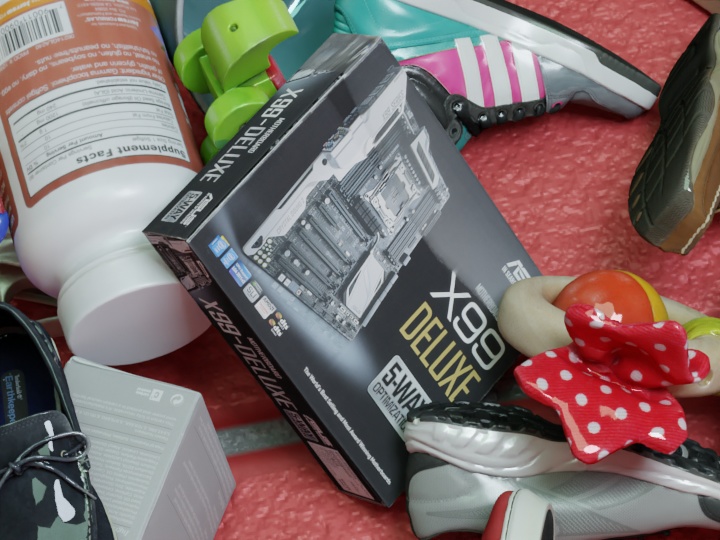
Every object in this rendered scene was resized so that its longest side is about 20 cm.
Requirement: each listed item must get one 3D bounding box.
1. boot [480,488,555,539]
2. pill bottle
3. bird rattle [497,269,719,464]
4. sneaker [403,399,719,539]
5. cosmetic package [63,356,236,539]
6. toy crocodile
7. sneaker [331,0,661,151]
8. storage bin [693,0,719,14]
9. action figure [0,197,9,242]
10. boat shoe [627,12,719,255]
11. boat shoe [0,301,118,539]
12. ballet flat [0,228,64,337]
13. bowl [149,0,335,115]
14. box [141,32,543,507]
[{"bbox_3d":[0.013,0.194,1.391,0.144,0.072,0.201,14,77,19],"label":"boot"},{"bbox_3d":[-0.143,-0.055,1.498,0.112,0.112,0.201,-17,64,-3],"label":"pill bottle"},{"bbox_3d":[0.142,0.045,1.438,0.200,0.113,0.163,-11,24,-39],"label":"bird rattle"},{"bbox_3d":[0.119,0.120,1.449,0.199,0.074,0.080,8,98,2],"label":"sneaker"},{"bbox_3d":[-0.142,0.161,1.428,0.090,0.107,0.200,15,59,18],"label":"cosmetic package"},{"bbox_3d":[-0.056,-0.075,1.509,0.062,0.200,0.068,-22,51,-8],"label":"toy crocodile"},{"bbox_3d":[0.065,-0.094,1.578,0.199,0.084,0.121,20,102,-15],"label":"sneaker"},{"bbox_3d":[0.287,-0.219,1.616,0.200,0.094,0.198,38,70,27],"label":"storage bin"},{"bbox_3d":[-0.210,0.022,1.492,0.052,0.201,0.065,-14,20,-22],"label":"action figure"},{"bbox_3d":[0.203,-0.071,1.516,0.074,0.076,0.200,32,37,-6],"label":"boat shoe"},{"bbox_3d":[-0.167,0.101,1.373,0.074,0.062,0.201,-15,57,-1],"label":"boat shoe"},{"bbox_3d":[-0.209,0.003,1.565,0.199,0.070,0.070,6,59,7],"label":"ballet flat"},{"bbox_3d":[-0.051,-0.177,1.595,0.201,0.201,0.105,-41,43,-17],"label":"bowl"},{"bbox_3d":[0.000,0.000,1.462,0.158,0.200,0.050,-47,30,-21],"label":"box"}]
